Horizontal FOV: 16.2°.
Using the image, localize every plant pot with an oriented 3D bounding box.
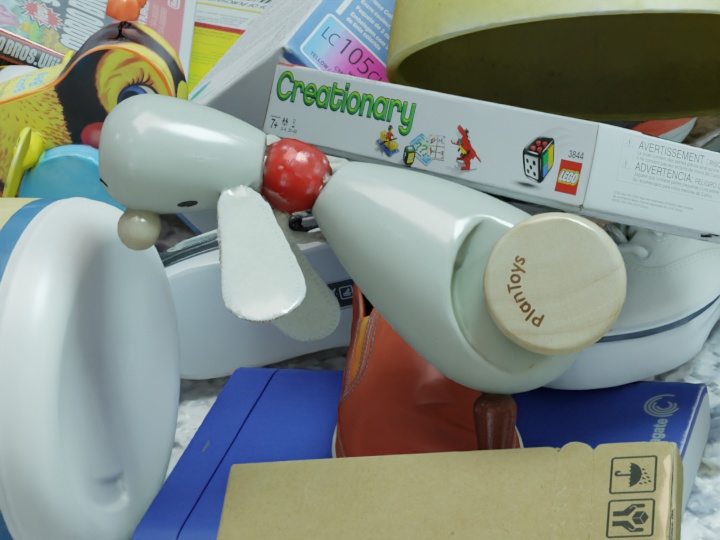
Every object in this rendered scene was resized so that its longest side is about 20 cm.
[{"bbox_3d":[0.109,-0.151,1.053,0.200,0.142,0.200,-1,-9,0],"label":"plant pot"}]

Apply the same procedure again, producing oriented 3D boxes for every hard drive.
[{"bbox_3d":[0.026,0.083,0.990,0.200,0.025,0.132,1,30,19],"label":"hard drive"}]

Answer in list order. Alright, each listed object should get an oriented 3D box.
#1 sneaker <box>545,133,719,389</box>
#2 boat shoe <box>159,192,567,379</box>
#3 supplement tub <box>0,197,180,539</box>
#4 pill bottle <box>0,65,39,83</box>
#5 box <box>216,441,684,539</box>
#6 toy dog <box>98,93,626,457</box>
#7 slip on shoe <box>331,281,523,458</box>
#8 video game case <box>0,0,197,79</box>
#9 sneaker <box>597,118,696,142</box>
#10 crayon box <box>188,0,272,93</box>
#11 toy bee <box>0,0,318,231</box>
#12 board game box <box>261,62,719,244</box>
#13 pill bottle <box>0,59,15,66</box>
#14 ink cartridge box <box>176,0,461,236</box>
[{"bbox_3d":[0.125,-0.012,1.068,0.073,0.071,0.200,6,25,35],"label":"sneaker"},{"bbox_3d":[0.000,0.000,1.109,0.200,0.072,0.068,-12,24,0],"label":"boat shoe"},{"bbox_3d":[-0.186,0.043,1.001,0.200,0.145,0.145,1,30,18],"label":"supplement tub"},{"bbox_3d":[-0.203,-0.040,1.192,0.200,0.109,0.109,-2,29,13],"label":"pill bottle"},{"bbox_3d":[0.020,0.142,0.828,0.163,0.021,0.200,-4,47,15],"label":"box"},{"bbox_3d":[0.001,0.009,0.909,0.200,0.096,0.132,17,-1,25],"label":"toy dog"},{"bbox_3d":[0.024,0.038,0.979,0.074,0.061,0.200,-5,33,3],"label":"slip on shoe"},{"bbox_3d":[-0.177,-0.143,1.253,0.200,0.017,0.143,21,26,-12],"label":"video game case"},{"bbox_3d":[0.068,-0.079,1.213,0.200,0.082,0.077,-22,31,-22],"label":"sneaker"},{"bbox_3d":[-0.070,-0.089,1.303,0.127,0.051,0.200,13,35,35],"label":"crayon box"},{"bbox_3d":[-0.115,-0.068,1.076,0.200,0.109,0.131,-13,21,-14],"label":"toy bee"},{"bbox_3d":[0.069,-0.044,0.989,0.126,0.035,0.200,10,4,-38],"label":"board game box"},{"bbox_3d":[-0.242,-0.139,1.336,0.113,0.113,0.200,4,16,22],"label":"pill bottle"},{"bbox_3d":[-0.001,-0.108,1.186,0.136,0.076,0.200,-32,18,48],"label":"ink cartridge box"}]
